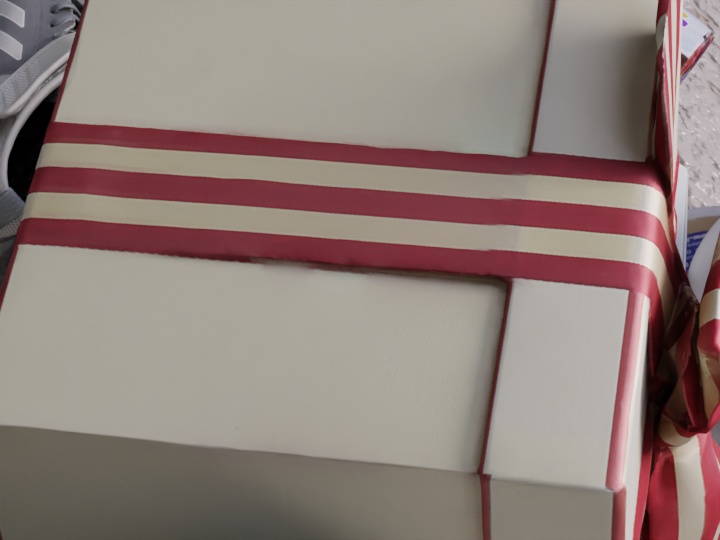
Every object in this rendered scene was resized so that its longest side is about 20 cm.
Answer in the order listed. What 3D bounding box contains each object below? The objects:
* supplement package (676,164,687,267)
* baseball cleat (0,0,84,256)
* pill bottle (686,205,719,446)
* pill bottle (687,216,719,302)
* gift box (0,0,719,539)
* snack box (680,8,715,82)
[{"bbox_3d":[0.000,0.000,1.051,0.200,0.152,0.151,31,30,-11],"label":"supplement package"},{"bbox_3d":[-0.109,-0.077,1.066,0.070,0.106,0.200,44,41,-28],"label":"baseball cleat"},{"bbox_3d":[0.159,0.075,1.154,0.115,0.116,0.200,23,33,-22],"label":"pill bottle"},{"bbox_3d":[0.208,-0.013,1.098,0.114,0.114,0.200,40,32,6],"label":"pill bottle"},{"bbox_3d":[0.013,0.014,0.758,0.186,0.185,0.201,6,59,8],"label":"gift box"},{"bbox_3d":[0.037,-0.111,1.260,0.200,0.142,0.053,40,28,6],"label":"snack box"}]
